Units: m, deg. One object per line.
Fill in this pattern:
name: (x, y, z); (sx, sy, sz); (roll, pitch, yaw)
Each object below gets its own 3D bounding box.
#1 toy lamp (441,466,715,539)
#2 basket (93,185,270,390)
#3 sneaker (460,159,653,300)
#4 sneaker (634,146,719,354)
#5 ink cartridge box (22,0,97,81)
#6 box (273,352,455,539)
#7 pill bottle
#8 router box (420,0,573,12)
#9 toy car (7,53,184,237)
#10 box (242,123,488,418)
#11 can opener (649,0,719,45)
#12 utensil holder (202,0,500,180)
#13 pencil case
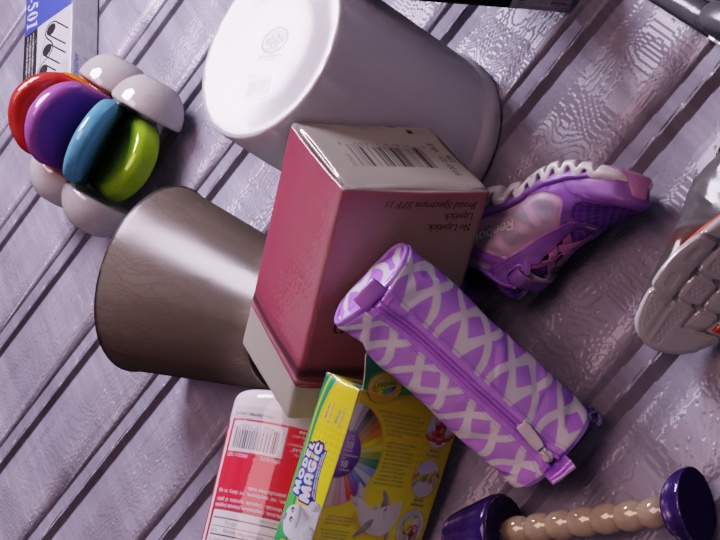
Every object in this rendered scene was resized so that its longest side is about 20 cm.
toy lamp: (0.142, 0.174, 0.947); (0.199, 0.058, 0.059); (-19, 58, 38)
basket: (-0.123, 0.027, 1.228); (0.199, 0.135, 0.182); (15, 84, 43)
sneaker: (0.136, -0.025, 1.039); (0.199, 0.080, 0.090); (-15, 66, 46)
sneaker: (0.254, -0.033, 0.944); (0.201, 0.077, 0.082); (-55, 17, 9)
ink cartridge box: (-0.366, -0.287, 1.673); (0.093, 0.044, 0.202); (-26, 54, 32)
box: (0.004, 0.160, 1.028); (0.048, 0.117, 0.202); (23, 95, 47)
pill bottle: (-0.069, 0.206, 1.099); (0.111, 0.112, 0.203); (-1, 71, 44)
router box: (0.068, -0.282, 1.134); (0.158, 0.198, 0.053); (62, 142, 41)
toy car: (-0.297, -0.148, 1.462); (0.200, 0.149, 0.176); (34, 96, 47)
box: (0.000, 0.000, 1.059); (0.109, 0.126, 0.202); (52, 136, 49)
can opener: (0.253, -0.207, 1.010); (0.054, 0.067, 0.200); (-53, 44, 10)
utensil holder: (-0.008, -0.144, 1.140); (0.169, 0.199, 0.172); (-21, 56, 36)
pencil case: (0.072, 0.071, 0.968); (0.084, 0.200, 0.086); (-46, 9, 17)
